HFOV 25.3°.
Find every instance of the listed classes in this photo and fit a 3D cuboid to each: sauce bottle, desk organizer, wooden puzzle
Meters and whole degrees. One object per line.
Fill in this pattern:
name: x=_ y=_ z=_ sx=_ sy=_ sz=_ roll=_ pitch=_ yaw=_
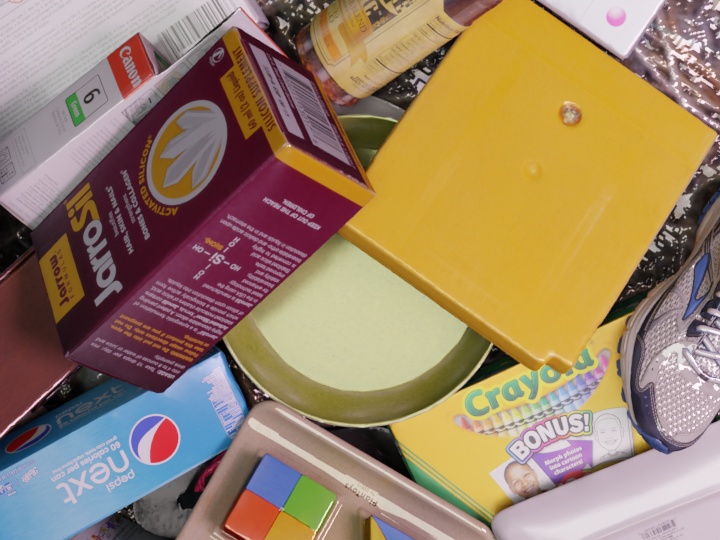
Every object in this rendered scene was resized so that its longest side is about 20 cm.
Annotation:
sauce bottle: x=0.049 y=-0.179 z=1.007 sx=0.199 sy=0.066 sz=0.066 roll=-34 pitch=92 yaw=26
desk organizer: x=-0.256 y=0.080 z=1.035 sx=0.077 sy=0.072 sz=0.200 roll=46 pitch=69 yaw=-2
wooden puzzle: x=-0.034 y=0.209 z=1.009 sx=0.184 sy=0.046 sz=0.201 roll=30 pitch=78 yaw=1

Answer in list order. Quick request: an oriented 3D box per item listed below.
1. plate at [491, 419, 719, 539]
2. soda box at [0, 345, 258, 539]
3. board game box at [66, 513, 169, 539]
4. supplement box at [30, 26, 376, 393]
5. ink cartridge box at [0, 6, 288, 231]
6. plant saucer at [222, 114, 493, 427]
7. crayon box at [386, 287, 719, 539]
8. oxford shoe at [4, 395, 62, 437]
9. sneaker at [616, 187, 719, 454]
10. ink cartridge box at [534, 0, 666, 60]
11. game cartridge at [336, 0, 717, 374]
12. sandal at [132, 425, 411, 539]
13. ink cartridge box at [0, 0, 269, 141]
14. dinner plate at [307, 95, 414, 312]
plate: x=0.210 y=0.204 z=1.040 sx=0.198 sy=0.032 sz=0.201 roll=-23 pitch=115 yaw=9
soda box: x=-0.172 y=0.119 z=1.058 sx=0.199 sy=0.068 sz=0.065 roll=-28 pitch=107 yaw=-11
board game box: x=-0.122 y=0.259 z=1.087 sx=0.199 sy=0.105 sz=0.104 roll=26 pitch=99 yaw=4
supplement box: x=-0.101 y=-0.034 z=0.989 sx=0.200 sy=0.085 sz=0.111 roll=-42 pitch=49 yaw=20
ink cartridge box: x=-0.133 y=-0.092 z=1.045 sx=0.199 sy=0.109 sz=0.051 roll=-37 pitch=48 yaw=9
plant saucer: x=0.000 y=0.000 z=1.049 sx=0.198 sy=0.031 sz=0.202 roll=0 pitch=92 yaw=7
crayon box: x=0.132 y=0.108 z=1.060 sx=0.199 sy=0.058 sz=0.120 roll=-26 pitch=93 yaw=10
oxford shoe: x=-0.239 y=0.123 z=1.104 sx=0.072 sy=0.071 sz=0.202 roll=-11 pitch=95 yaw=3
sneaker: x=0.225 y=0.019 z=0.982 sx=0.077 sy=0.085 sz=0.201 roll=33 pitch=71 yaw=-16
ink cartridge box: x=0.145 y=-0.271 z=1.022 sx=0.196 sy=0.043 sz=0.201 roll=34 pitch=101 yaw=3
game cartridge: x=0.105 y=-0.057 z=1.013 sx=0.176 sy=0.032 sz=0.201 roll=35 pitch=73 yaw=1
sandal: x=-0.064 y=0.142 z=1.095 sx=0.198 sy=0.045 sz=0.076 roll=-9 pitch=96 yaw=8
ink cartridge box: x=-0.189 y=-0.185 z=1.073 sx=0.199 sy=0.044 sz=0.174 roll=-31 pitch=92 yaw=10
dinner plate: x=-0.020 y=-0.020 z=1.082 sx=0.198 sy=0.024 sz=0.202 roll=1 pitch=96 yaw=6
